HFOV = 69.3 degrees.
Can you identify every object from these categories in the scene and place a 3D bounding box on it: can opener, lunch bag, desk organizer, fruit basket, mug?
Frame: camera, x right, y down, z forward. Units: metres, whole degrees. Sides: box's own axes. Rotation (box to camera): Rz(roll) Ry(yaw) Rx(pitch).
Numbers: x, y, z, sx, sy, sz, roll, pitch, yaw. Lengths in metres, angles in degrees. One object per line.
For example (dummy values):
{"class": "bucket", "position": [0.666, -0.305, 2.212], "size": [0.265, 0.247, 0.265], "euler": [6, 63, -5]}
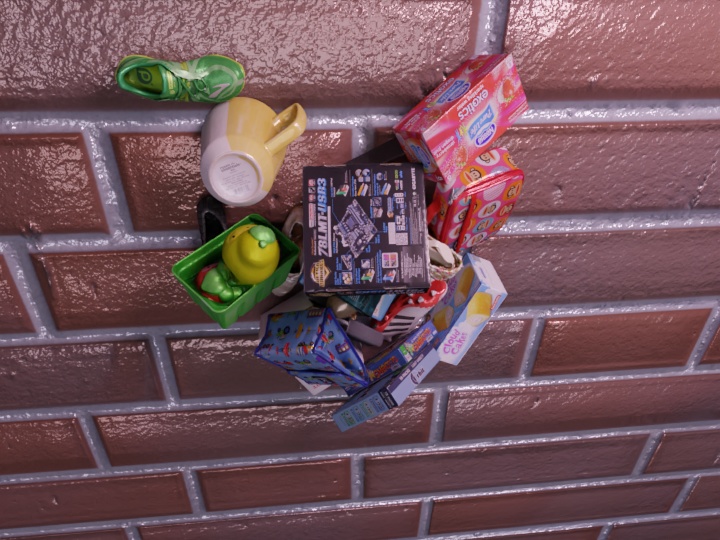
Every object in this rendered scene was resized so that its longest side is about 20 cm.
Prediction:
{"class": "can opener", "position": [-0.025, 0.102, 1.046], "size": [0.052, 0.068, 0.199], "euler": [1, 155, 46]}
{"class": "lunch bag", "position": [0.186, -0.112, 0.926], "size": [0.173, 0.083, 0.201], "euler": [-22, 153, -13]}
{"class": "desk organizer", "position": [0.013, -0.157, 0.934], "size": [0.196, 0.072, 0.078], "euler": [-24, 126, 9]}
{"class": "lunch bag", "position": [-0.080, 0.169, 1.008], "size": [0.148, 0.096, 0.201], "euler": [-8, 139, 32]}
{"class": "fruit basket", "position": [-0.205, -0.021, 0.897], "size": [0.154, 0.214, 0.219], "euler": [36, 122, 20]}
{"class": "mug", "position": [-0.186, -0.196, 0.834], "size": [0.147, 0.155, 0.189], "euler": [21, 119, -19]}

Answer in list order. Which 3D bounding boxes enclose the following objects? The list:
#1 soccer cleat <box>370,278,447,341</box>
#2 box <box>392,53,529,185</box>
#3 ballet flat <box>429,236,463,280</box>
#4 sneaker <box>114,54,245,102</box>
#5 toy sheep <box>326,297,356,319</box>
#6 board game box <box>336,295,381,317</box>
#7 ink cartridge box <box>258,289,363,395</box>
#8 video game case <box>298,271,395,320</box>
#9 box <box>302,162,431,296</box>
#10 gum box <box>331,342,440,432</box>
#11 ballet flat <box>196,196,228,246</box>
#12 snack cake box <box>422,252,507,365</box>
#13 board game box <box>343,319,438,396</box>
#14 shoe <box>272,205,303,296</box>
{"class": "soccer cleat", "position": [0.109, 0.086, 1.113], "size": [0.198, 0.070, 0.085], "euler": [-35, 130, 20]}
{"class": "box", "position": [0.162, -0.245, 0.837], "size": [0.199, 0.095, 0.100], "euler": [-42, 123, -10]}
{"class": "ballet flat", "position": [0.101, -0.047, 0.884], "size": [0.197, 0.077, 0.063], "euler": [27, 156, -31]}
{"class": "sneaker", "position": [-0.276, -0.288, 0.803], "size": [0.194, 0.084, 0.076], "euler": [-2, 124, -6]}
{"class": "toy sheep", "position": [0.000, 0.000, 0.968], "size": [0.137, 0.138, 0.202], "euler": [33, 93, -26]}
{"class": "board game box", "position": [0.011, -0.042, 0.884], "size": [0.134, 0.028, 0.203], "euler": [35, 77, -28]}
{"class": "ink cartridge box", "position": [-0.103, 0.151, 1.114], "size": [0.146, 0.086, 0.201], "euler": [-31, 120, 13]}
{"class": "video game case", "position": [-0.006, 0.001, 1.045], "size": [0.197, 0.018, 0.145], "euler": [26, 100, -22]}
{"class": "box", "position": [0.007, -0.065, 0.814], "size": [0.193, 0.206, 0.050], "euler": [-3, 168, 1]}
{"class": "gum box", "position": [0.052, 0.242, 1.072], "size": [0.045, 0.169, 0.199], "euler": [53, 133, 4]}
{"class": "ballet flat", "position": [-0.272, -0.042, 0.982], "size": [0.065, 0.057, 0.204], "euler": [-8, 124, 0]}
{"class": "snack cake box", "position": [0.212, 0.081, 1.089], "size": [0.066, 0.116, 0.203], "euler": [18, 119, -18]}
{"class": "board game box", "position": [0.060, 0.186, 1.097], "size": [0.035, 0.135, 0.199], "euler": [54, 132, 4]}
{"class": "shoe", "position": [-0.141, -0.027, 1.010], "size": [0.068, 0.054, 0.203], "euler": [12, 121, -14]}
